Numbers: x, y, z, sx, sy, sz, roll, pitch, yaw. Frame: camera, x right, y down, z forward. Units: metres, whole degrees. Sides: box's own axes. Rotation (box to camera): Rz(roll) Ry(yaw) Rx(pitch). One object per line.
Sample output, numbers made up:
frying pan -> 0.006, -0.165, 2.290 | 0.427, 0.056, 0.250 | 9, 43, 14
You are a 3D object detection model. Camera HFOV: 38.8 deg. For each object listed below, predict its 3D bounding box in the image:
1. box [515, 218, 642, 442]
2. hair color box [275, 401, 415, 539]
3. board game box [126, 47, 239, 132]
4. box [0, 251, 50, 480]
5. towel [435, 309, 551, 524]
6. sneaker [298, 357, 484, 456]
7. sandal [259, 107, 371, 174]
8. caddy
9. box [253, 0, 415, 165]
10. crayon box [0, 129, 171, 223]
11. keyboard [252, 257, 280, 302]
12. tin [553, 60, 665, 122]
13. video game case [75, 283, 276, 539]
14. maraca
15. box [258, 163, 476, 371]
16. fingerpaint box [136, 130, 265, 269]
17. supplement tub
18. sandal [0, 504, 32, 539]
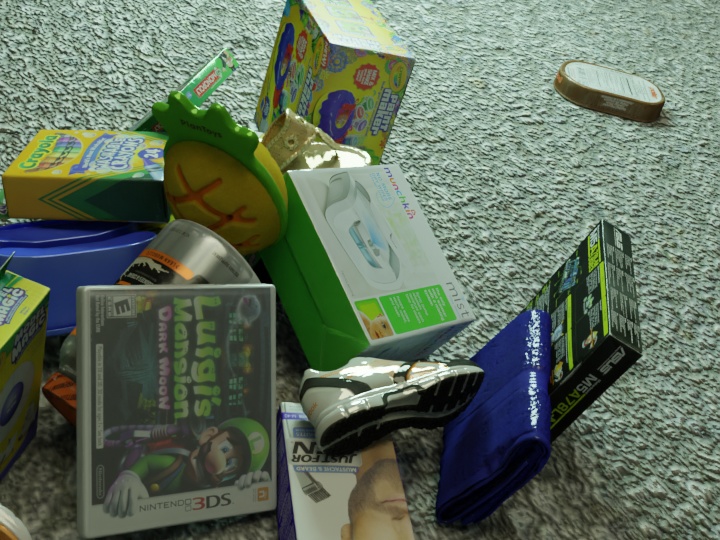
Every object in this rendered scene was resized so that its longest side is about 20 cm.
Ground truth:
box -> 0.212, 0.074, 1.062 | 0.047, 0.194, 0.201 | 31, 34, -11
hair color box -> -0.017, 0.212, 0.908 | 0.107, 0.066, 0.202 | 6, 40, -16
board game box -> -0.241, -0.176, 1.215 | 0.029, 0.199, 0.135 | 49, 34, -15
box -> -0.302, 0.093, 0.829 | 0.048, 0.202, 0.118 | 19, 37, 4
towel -> 0.138, 0.142, 1.000 | 0.049, 0.148, 0.201 | 35, 34, -15
sneaker -> 0.031, 0.107, 0.953 | 0.197, 0.075, 0.080 | -7, 41, -35
sandal -> -0.091, -0.144, 1.126 | 0.207, 0.070, 0.078 | 3, 43, 2
caddy -> -0.288, 0.014, 1.020 | 0.197, 0.107, 0.141 | -9, 21, -30
box -> -0.040, -0.232, 1.327 | 0.120, 0.203, 0.194 | 5, 32, -25
crayon box -> -0.288, -0.101, 1.075 | 0.196, 0.052, 0.126 | 1, 30, 2
keyboard -> -0.147, -0.015, 1.176 | 0.103, 0.040, 0.199 | -31, 52, -30
tin -> 0.434, -0.313, 1.776 | 0.196, 0.042, 0.113 | 13, 41, -6
video game case -> -0.153, 0.114, 0.872 | 0.179, 0.204, 0.023 | 0, -1, -35
maraca -> -0.133, -0.090, 0.974 | 0.135, 0.201, 0.108 | 16, 57, 19
box -> 0.000, 0.000, 1.083 | 0.175, 0.097, 0.202 | -8, 66, -45
fingerpaint box -> -0.173, -0.080, 1.162 | 0.164, 0.074, 0.201 | 15, 44, 15
supplement tub -> -0.189, 0.063, 0.936 | 0.121, 0.123, 0.201 | 29, 65, 17
sandal -> -0.353, 0.185, 0.795 | 0.204, 0.080, 0.059 | 26, 35, 8
